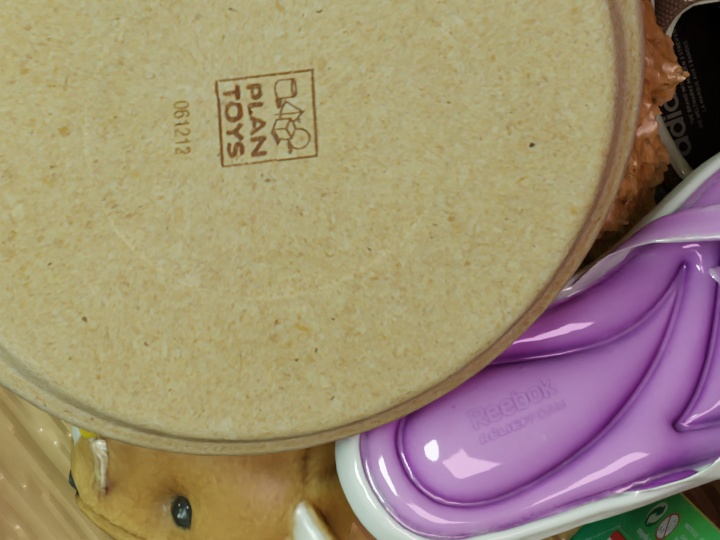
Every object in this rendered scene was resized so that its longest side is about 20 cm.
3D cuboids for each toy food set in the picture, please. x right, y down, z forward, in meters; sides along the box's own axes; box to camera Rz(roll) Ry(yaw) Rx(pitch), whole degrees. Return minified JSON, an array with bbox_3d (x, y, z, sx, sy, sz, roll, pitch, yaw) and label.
[{"bbox_3d":[-0.028,-0.046,0.708,0.198,0.049,0.200,-22,118,-4],"label":"toy food set"}]

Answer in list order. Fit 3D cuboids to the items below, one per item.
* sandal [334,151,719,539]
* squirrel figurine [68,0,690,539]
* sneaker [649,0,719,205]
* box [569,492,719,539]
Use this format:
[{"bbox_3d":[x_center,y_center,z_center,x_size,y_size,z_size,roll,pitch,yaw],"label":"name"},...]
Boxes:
[{"bbox_3d":[0.090,0.019,0.776,0.202,0.050,0.083,-30,86,-15],"label":"sandal"},{"bbox_3d":[0.000,0.000,0.827,0.200,0.142,0.187,-1,103,-16],"label":"squirrel figurine"},{"bbox_3d":[0.088,-0.105,0.874,0.070,0.076,0.200,-26,104,-14],"label":"sneaker"},{"bbox_3d":[0.153,0.154,0.902,0.048,0.117,0.200,-46,108,2],"label":"box"}]
